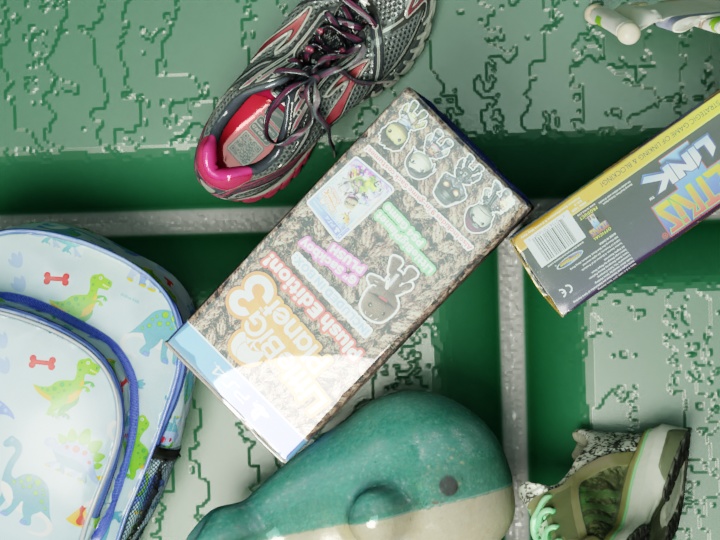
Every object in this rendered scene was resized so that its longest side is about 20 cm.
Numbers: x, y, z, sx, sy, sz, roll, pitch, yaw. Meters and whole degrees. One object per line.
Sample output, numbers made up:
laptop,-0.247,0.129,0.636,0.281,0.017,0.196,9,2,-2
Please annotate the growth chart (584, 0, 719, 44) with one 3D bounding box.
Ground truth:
growth chart,0.233,-0.152,1.042,0.198,0.145,0.018,-4,104,4

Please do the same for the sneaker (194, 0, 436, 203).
sneaker,-0.025,-0.121,1.103,0.080,0.075,0.200,38,95,4

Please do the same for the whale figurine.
whale figurine,-0.009,0.131,1.072,0.198,0.159,0.105,-9,86,-10

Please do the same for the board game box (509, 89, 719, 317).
board game box,0.181,-0.054,1.037,0.199,0.165,0.057,-35,87,6

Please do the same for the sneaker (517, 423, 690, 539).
sneaker,0.128,0.157,1.058,0.088,0.200,0.077,11,122,25

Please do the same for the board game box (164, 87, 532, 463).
board game box,0.000,0.000,1.062,0.097,0.159,0.200,44,97,3

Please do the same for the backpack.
backpack,-0.193,0.076,1.094,0.182,0.147,0.201,22,92,3
